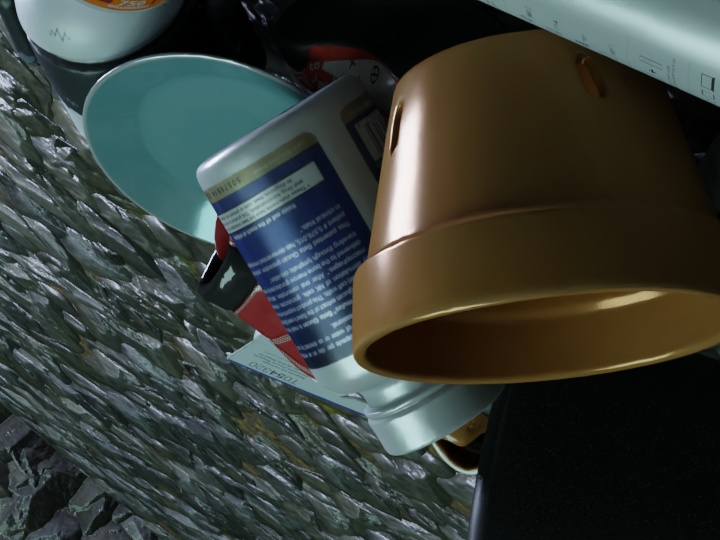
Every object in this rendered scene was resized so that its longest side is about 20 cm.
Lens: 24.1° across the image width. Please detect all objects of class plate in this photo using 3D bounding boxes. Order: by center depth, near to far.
[{"bbox_3d":[-0.081,-0.078,1.086,0.198,0.026,0.201,11,146,8],"label":"plate"}]

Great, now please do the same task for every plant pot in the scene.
[{"bbox_3d":[0.091,-0.031,0.853,0.198,0.142,0.200,-4,165,-1],"label":"plant pot"},{"bbox_3d":[0.163,0.165,1.017,0.198,0.178,0.201,18,153,22],"label":"plant pot"}]

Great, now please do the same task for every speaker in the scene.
[{"bbox_3d":[0.120,-0.138,0.775,0.199,0.081,0.081,28,158,24],"label":"speaker"}]

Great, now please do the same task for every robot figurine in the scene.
[{"bbox_3d":[-0.154,-0.158,1.129,0.125,0.149,0.201,60,175,33],"label":"robot figurine"}]

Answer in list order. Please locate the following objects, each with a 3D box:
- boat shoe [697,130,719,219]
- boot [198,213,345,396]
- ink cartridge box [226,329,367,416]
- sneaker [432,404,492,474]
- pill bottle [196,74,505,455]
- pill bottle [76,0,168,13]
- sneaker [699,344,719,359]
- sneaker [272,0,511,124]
[{"bbox_3d":[0.193,-0.013,0.942,0.070,0.070,0.200,29,160,11],"label":"boat shoe"},{"bbox_3d":[-0.008,-0.022,1.052,0.144,0.073,0.200,37,119,-19],"label":"boot"},{"bbox_3d":[0.034,0.051,1.227,0.195,0.044,0.200,24,149,-26],"label":"ink cartridge box"},{"bbox_3d":[0.076,0.091,1.116,0.072,0.085,0.200,15,175,19],"label":"sneaker"},{"bbox_3d":[0.000,0.000,0.970,0.201,0.111,0.111,60,156,-6],"label":"pill bottle"},{"bbox_3d":[-0.114,-0.222,0.932,0.113,0.113,0.200,41,160,-11],"label":"pill bottle"},{"bbox_3d":[0.218,0.054,1.063,0.199,0.078,0.100,10,142,34],"label":"sneaker"},{"bbox_3d":[0.040,-0.105,1.005,0.201,0.067,0.108,20,155,47],"label":"sneaker"}]
